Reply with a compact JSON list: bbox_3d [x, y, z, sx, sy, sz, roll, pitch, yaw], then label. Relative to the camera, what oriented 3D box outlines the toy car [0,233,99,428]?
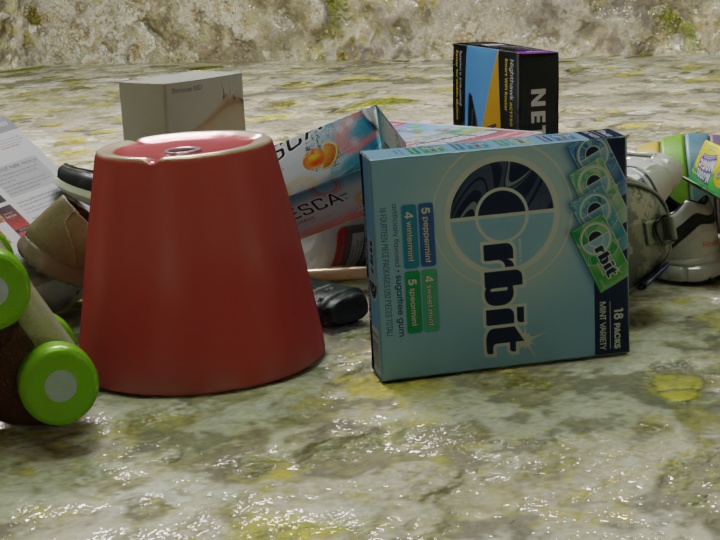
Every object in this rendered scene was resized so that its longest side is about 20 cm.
[{"bbox_3d":[-0.303,0.077,1.151,0.199,0.158,0.164,-36,16,-9],"label":"toy car"}]

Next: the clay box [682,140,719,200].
[{"bbox_3d":[0.382,-0.063,1.478,0.199,0.048,0.115,24,9,-11],"label":"clay box"}]

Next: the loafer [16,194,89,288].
[{"bbox_3d":[-0.195,-0.009,1.408,0.199,0.068,0.076,18,18,-38],"label":"loafer"}]

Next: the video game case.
[{"bbox_3d":[0.055,-0.120,1.558,0.142,0.018,0.199,-16,18,-43],"label":"video game case"}]

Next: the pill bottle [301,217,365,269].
[{"bbox_3d":[0.031,-0.066,1.626,0.198,0.115,0.114,-9,14,-25],"label":"pill bottle"}]

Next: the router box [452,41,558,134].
[{"bbox_3d":[0.147,-0.128,1.666,0.051,0.202,0.149,-7,13,-22],"label":"router box"}]

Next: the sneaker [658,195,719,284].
[{"bbox_3d":[0.254,-0.039,1.528,0.199,0.081,0.073,6,18,43],"label":"sneaker"}]

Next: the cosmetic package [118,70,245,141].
[{"bbox_3d":[-0.165,-0.087,1.576,0.073,0.202,0.103,10,19,43],"label":"cosmetic package"}]

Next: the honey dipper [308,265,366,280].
[{"bbox_3d":[0.000,0.000,1.522,0.198,0.038,0.038,-2,13,17],"label":"honey dipper"}]

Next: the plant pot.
[{"bbox_3d":[-0.133,-0.013,1.299,0.198,0.179,0.201,-4,13,1],"label":"plant pot"}]

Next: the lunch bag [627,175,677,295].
[{"bbox_3d":[0.147,-0.033,1.384,0.166,0.141,0.200,-14,16,-27],"label":"lunch bag"}]

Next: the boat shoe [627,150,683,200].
[{"bbox_3d":[0.217,-0.075,1.484,0.065,0.072,0.200,-34,8,-23],"label":"boat shoe"}]

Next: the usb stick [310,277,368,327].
[{"bbox_3d":[-0.072,0.020,1.460,0.055,0.033,0.199,-13,16,-38],"label":"usb stick"}]

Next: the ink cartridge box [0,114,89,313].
[{"bbox_3d":[-0.331,-0.039,1.461,0.084,0.176,0.200,-46,-5,23],"label":"ink cartridge box"}]

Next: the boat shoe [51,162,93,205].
[{"bbox_3d":[-0.191,-0.073,1.458,0.199,0.068,0.072,13,-10,34],"label":"boat shoe"}]

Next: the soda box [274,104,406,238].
[{"bbox_3d":[-0.056,-0.074,1.467,0.198,0.064,0.068,-21,-35,18],"label":"soda box"}]

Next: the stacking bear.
[{"bbox_3d":[0.298,-0.075,1.621,0.198,0.115,0.121,-6,12,11],"label":"stacking bear"}]

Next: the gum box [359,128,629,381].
[{"bbox_3d":[0.104,-0.013,1.243,0.198,0.172,0.045,-6,14,-11],"label":"gum box"}]
